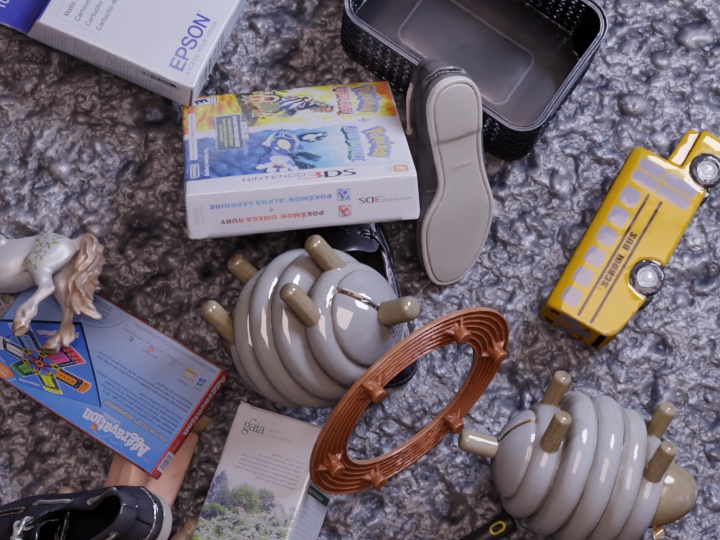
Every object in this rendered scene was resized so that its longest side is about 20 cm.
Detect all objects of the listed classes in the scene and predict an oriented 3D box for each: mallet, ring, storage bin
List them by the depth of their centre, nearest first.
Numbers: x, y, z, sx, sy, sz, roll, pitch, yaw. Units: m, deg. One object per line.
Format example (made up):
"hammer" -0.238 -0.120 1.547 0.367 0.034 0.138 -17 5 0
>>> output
"ring" 0.043 0.108 1.455 0.200 0.200 0.019 -38 62 -10
"mallet" 0.035 0.249 1.509 0.200 0.041 0.066 -38 80 -14
"storage bin" 0.094 -0.205 1.578 0.200 0.094 0.135 35 78 4

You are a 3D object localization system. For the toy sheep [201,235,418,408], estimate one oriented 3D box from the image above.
"toy sheep" -0.035 0.043 1.445 0.138 0.200 0.138 7 79 -43

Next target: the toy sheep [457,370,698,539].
"toy sheep" 0.176 0.157 1.482 0.200 0.138 0.138 19 78 -4

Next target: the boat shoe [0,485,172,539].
"boat shoe" -0.248 0.203 1.455 0.200 0.063 0.073 -12 66 23

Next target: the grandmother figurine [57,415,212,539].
"grandmother figurine" -0.191 0.204 1.495 0.121 0.061 0.200 13 75 16

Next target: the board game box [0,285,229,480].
"board game box" -0.213 0.079 1.505 0.200 0.019 0.103 29 76 25

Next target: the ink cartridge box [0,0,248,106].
"ink cartridge box" -0.193 -0.262 1.582 0.200 0.041 0.200 23 64 2

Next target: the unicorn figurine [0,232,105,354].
"unicorn figurine" -0.302 -0.001 1.525 0.200 0.074 0.137 4 65 3

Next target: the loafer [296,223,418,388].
"loafer" 0.000 0.000 1.543 0.072 0.063 0.200 -21 80 -7

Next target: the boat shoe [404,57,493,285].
"boat shoe" 0.070 -0.084 1.533 0.067 0.200 0.057 -13 35 -17

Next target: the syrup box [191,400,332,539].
"syrup box" -0.084 0.215 1.476 0.079 0.081 0.200 15 76 18

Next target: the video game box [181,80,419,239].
"video game box" -0.054 -0.093 1.504 0.182 0.200 0.047 -4 118 -5

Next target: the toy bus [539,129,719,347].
"toy bus" 0.235 -0.032 1.560 0.078 0.065 0.200 29 79 6
